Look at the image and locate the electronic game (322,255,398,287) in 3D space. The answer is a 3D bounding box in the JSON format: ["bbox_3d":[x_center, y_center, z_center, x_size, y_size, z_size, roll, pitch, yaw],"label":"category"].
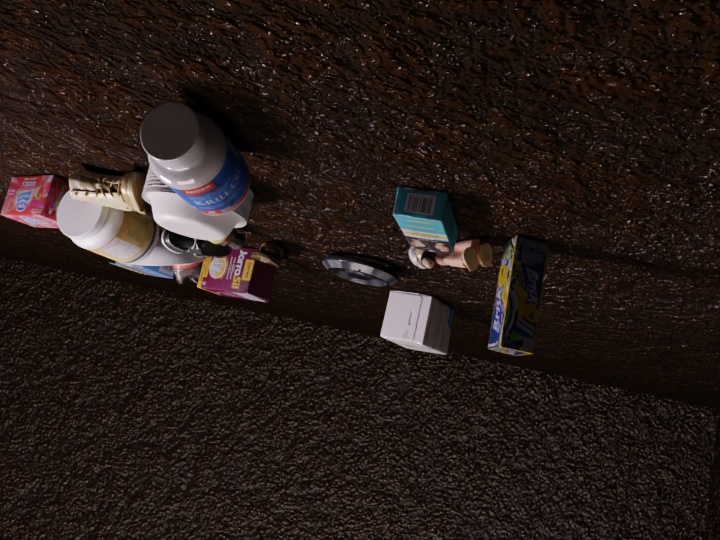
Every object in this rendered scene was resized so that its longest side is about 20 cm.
[{"bbox_3d":[0.000,0.000,1.715,0.198,0.042,0.200,14,169,3],"label":"electronic game"}]

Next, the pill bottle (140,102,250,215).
[{"bbox_3d":[-0.237,-0.159,0.974,0.111,0.113,0.200,10,170,10],"label":"pill bottle"}]

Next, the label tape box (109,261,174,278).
[{"bbox_3d":[-0.775,-0.027,2.414,0.199,0.067,0.143,8,168,36],"label":"label tape box"}]

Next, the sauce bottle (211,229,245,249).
[{"bbox_3d":[-0.329,-0.093,1.550,0.065,0.067,0.200,8,166,22],"label":"sauce bottle"}]

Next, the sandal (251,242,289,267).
[{"bbox_3d":[-0.226,-0.045,1.739,0.080,0.054,0.200,17,-175,7],"label":"sandal"}]

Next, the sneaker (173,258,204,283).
[{"bbox_3d":[-0.474,0.000,2.038,0.199,0.083,0.077,-8,-170,-41],"label":"sneaker"}]

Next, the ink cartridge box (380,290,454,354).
[{"bbox_3d":[0.176,0.160,2.054,0.144,0.149,0.200,6,168,30],"label":"ink cartridge box"}]

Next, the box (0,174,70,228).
[{"bbox_3d":[-0.742,-0.160,1.586,0.199,0.101,0.095,5,167,37],"label":"box"}]

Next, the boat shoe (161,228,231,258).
[{"bbox_3d":[-0.420,-0.074,1.754,0.060,0.076,0.199,5,179,37],"label":"boat shoe"}]

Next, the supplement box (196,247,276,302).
[{"bbox_3d":[-0.347,0.007,1.911,0.199,0.132,0.103,4,167,33],"label":"supplement box"}]

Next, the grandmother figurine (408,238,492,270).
[{"bbox_3d":[0.167,-0.031,1.313,0.120,0.061,0.199,-3,-176,-33],"label":"grandmother figurine"}]

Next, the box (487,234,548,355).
[{"bbox_3d":[0.280,0.046,1.201,0.064,0.202,0.070,13,169,-6],"label":"box"}]

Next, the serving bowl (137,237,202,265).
[{"bbox_3d":[-0.549,-0.057,1.913,0.198,0.067,0.200,-1,-173,0],"label":"serving bowl"}]

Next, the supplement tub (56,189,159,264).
[{"bbox_3d":[-0.573,-0.106,1.548,0.143,0.146,0.200,8,168,22],"label":"supplement tub"}]

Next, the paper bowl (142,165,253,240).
[{"bbox_3d":[-0.308,-0.123,1.272,0.199,0.105,0.201,11,168,2],"label":"paper bowl"}]

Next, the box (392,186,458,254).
[{"bbox_3d":[0.113,-0.081,1.146,0.082,0.050,0.200,9,169,16],"label":"box"}]

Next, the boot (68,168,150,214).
[{"bbox_3d":[-0.506,-0.166,1.355,0.154,0.074,0.200,12,175,-11],"label":"boot"}]
